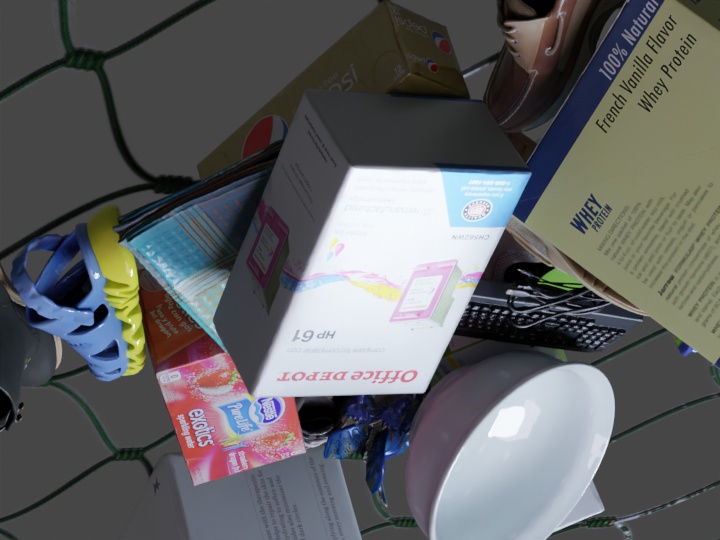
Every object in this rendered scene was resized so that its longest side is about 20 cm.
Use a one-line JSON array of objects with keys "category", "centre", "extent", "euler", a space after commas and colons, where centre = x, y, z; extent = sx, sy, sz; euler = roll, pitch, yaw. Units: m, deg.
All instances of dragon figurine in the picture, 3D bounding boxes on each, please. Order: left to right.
[{"category": "dragon figurine", "centre": [0.009, 0.142, 1.798], "extent": [0.099, 0.059, 0.200], "euler": [-44, 164, -41]}]

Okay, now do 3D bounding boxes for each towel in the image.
[{"category": "towel", "centre": [-0.060, -0.003, 1.512], "extent": [0.146, 0.022, 0.200], "euler": [-25, 138, 12]}]

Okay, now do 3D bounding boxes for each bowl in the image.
[{"category": "bowl", "centre": [0.102, 0.138, 1.729], "extent": [0.201, 0.090, 0.202], "euler": [-29, 137, -31]}]

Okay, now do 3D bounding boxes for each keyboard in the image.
[{"category": "keyboard", "centre": [0.123, 0.040, 1.664], "extent": [0.199, 0.040, 0.104], "euler": [7, 147, -25]}]

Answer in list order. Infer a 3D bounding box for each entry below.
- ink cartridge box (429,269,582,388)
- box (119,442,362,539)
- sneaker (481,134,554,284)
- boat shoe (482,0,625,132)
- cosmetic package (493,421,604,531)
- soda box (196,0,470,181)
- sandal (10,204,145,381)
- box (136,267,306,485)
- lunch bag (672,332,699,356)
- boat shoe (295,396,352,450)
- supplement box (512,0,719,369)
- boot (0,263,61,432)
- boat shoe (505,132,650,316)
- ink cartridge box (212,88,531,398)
[{"category": "ink cartridge box", "centre": [0.150, 0.041, 1.794], "extent": [0.199, 0.076, 0.148], "euler": [-22, 149, 10]}, {"category": "box", "centre": [-0.103, 0.288, 1.938], "extent": [0.171, 0.200, 0.200], "euler": [-1, 146, -25]}, {"category": "sneaker", "centre": [0.155, -0.042, 1.657], "extent": [0.074, 0.082, 0.200], "euler": [2, 144, -31]}, {"category": "boat shoe", "centre": [0.122, -0.175, 1.445], "extent": [0.071, 0.076, 0.200], "euler": [4, 134, -27]}, {"category": "cosmetic package", "centre": [0.154, 0.170, 1.900], "extent": [0.071, 0.102, 0.200], "euler": [-22, 179, -1]}, {"category": "soda box", "centre": [-0.021, -0.095, 1.494], "extent": [0.064, 0.068, 0.200], "euler": [17, 135, -43]}, {"category": "sandal", "centre": [-0.202, 0.021, 1.570], "extent": [0.087, 0.080, 0.200], "euler": [-15, 151, -8]}, {"category": "box", "centre": [-0.108, 0.075, 1.693], "extent": [0.099, 0.096, 0.200], "euler": [-16, 149, -5]}, {"category": "lunch bag", "centre": [0.293, -0.056, 1.622], "extent": [0.127, 0.171, 0.200], "euler": [0, 146, -34]}, {"category": "boat shoe", "centre": [-0.038, 0.111, 1.827], "extent": [0.067, 0.057, 0.200], "euler": [-6, 147, -19]}, {"category": "supplement box", "centre": [0.240, -0.079, 1.450], "extent": [0.134, 0.199, 0.200], "euler": [-39, 162, -56]}, {"category": "boot", "centre": [-0.262, 0.076, 1.573], "extent": [0.077, 0.139, 0.200], "euler": [-21, 150, 7]}, {"category": "boat shoe", "centre": [0.147, -0.037, 1.587], "extent": [0.072, 0.200, 0.065], "euler": [-55, -179, -10]}, {"category": "ink cartridge box", "centre": [0.004, -0.013, 1.444], "extent": [0.144, 0.085, 0.200], "euler": [0, 131, -31]}]
